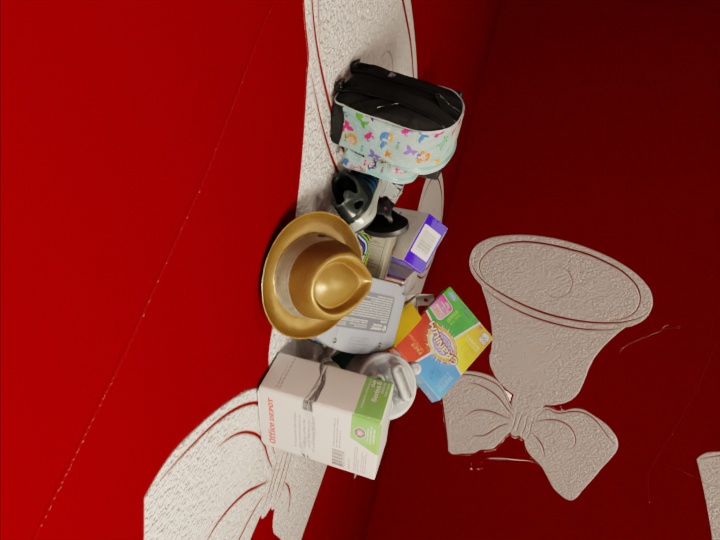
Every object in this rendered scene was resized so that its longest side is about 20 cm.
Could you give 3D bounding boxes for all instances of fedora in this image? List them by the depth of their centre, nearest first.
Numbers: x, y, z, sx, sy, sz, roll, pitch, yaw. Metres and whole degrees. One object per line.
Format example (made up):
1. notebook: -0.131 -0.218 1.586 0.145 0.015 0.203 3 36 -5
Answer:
1. fedora: -0.047 0.014 0.765 0.199 0.081 0.205 -17 113 -44

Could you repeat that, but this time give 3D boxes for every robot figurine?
1. robot figurine: 0.030 0.206 0.972 0.200 0.167 0.115 154 -81 -74

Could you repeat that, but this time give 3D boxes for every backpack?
1. backpack: 0.063 -0.234 0.862 0.179 0.196 0.153 -63 162 -44

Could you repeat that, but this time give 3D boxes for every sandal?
1. sandal: 0.024 -0.112 0.969 0.201 0.074 0.049 -130 -159 -57

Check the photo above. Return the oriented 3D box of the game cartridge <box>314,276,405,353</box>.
1. game cartridge: -0.003 0.073 0.916 0.198 0.041 0.136 15 95 -48

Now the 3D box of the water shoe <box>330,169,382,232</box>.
1. water shoe: -0.008 -0.147 0.923 0.079 0.071 0.202 50 21 -28

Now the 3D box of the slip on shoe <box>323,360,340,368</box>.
1. slip on shoe: -0.072 0.275 1.142 0.061 0.072 0.204 -116 -156 -59

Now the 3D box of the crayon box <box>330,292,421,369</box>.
1. crayon box: 0.042 0.133 1.102 0.199 0.052 0.125 -37 179 40

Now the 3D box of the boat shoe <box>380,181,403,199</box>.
1. boat shoe: 0.058 -0.189 1.160 0.070 0.070 0.204 -55 158 -58

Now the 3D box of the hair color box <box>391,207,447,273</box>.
1. hair color box: 0.091 -0.071 1.158 0.111 0.064 0.199 -59 -152 -3

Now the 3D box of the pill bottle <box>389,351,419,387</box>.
1. pill bottle: 0.113 0.205 1.206 0.198 0.110 0.112 -32 144 -27

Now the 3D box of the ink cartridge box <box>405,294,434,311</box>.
1. ink cartridge box: 0.078 0.106 1.259 0.117 0.195 0.069 61 26 -71

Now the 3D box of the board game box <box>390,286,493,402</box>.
1. board game box: 0.175 0.157 1.160 0.199 0.153 0.040 -41 178 -27

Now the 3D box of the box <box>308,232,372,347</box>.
1. box: -0.043 0.029 0.939 0.064 0.069 0.204 10 94 -52

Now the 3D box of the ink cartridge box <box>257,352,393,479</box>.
1. ink cartridge box: -0.055 0.230 0.853 0.085 0.196 0.148 -62 162 -51

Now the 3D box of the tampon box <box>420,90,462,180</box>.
1. tampon box: 0.163 -0.346 1.320 0.201 0.124 0.152 -60 159 -48

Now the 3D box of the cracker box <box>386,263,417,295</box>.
1. cracker box: 0.048 0.015 1.203 0.200 0.131 0.059 -30 134 -71

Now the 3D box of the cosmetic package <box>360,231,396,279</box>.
1. cosmetic package: 0.000 0.000 1.056 0.087 0.101 0.204 54 53 -76
